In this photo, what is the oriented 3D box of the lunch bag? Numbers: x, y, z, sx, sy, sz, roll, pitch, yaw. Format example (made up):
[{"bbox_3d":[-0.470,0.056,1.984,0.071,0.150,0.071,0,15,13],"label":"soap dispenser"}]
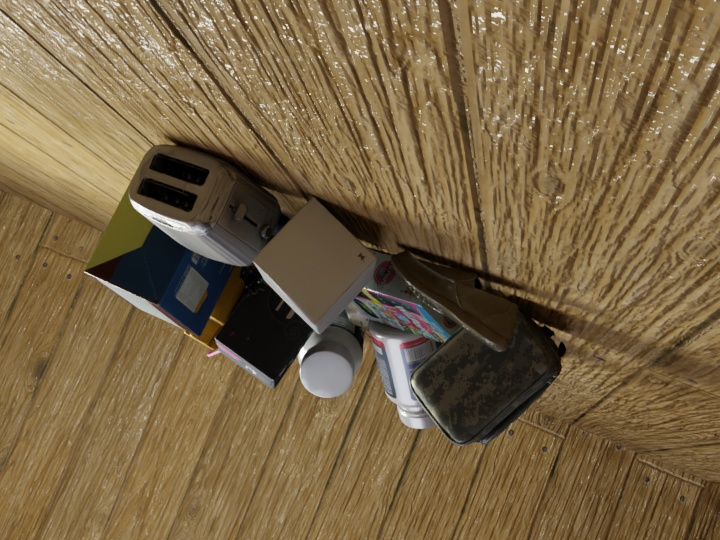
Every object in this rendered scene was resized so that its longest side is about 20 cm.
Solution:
[{"bbox_3d":[0.190,0.147,1.342,0.140,0.200,0.167,49,-170,17],"label":"lunch bag"}]

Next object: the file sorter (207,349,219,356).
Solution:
[{"bbox_3d":[-0.260,0.033,1.685,0.138,0.125,0.202,-23,103,43],"label":"file sorter"}]

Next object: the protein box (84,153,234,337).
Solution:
[{"bbox_3d":[-0.287,-0.033,1.444,0.133,0.201,0.200,22,167,13],"label":"protein box"}]

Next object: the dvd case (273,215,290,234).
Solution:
[{"bbox_3d":[-0.128,-0.064,1.524,0.141,0.018,0.199,26,172,-23],"label":"dvd case"}]

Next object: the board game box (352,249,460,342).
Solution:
[{"bbox_3d":[0.062,0.038,1.409,0.198,0.065,0.147,15,160,41],"label":"board game box"}]

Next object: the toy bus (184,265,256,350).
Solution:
[{"bbox_3d":[-0.221,0.029,1.566,0.064,0.202,0.078,28,169,3],"label":"toy bus"}]

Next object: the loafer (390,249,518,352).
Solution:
[{"bbox_3d":[0.126,0.028,1.234,0.199,0.068,0.076,37,175,22],"label":"loafer"}]

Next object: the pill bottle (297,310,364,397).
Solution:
[{"bbox_3d":[-0.051,0.129,1.663,0.115,0.117,0.201,23,-153,-9],"label":"pill bottle"}]

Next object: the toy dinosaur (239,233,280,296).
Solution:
[{"bbox_3d":[-0.118,-0.003,1.458,0.198,0.104,0.135,18,-176,39],"label":"toy dinosaur"}]

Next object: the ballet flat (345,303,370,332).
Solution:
[{"bbox_3d":[0.013,0.074,1.625,0.067,0.063,0.200,17,176,25],"label":"ballet flat"}]

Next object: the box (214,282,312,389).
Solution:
[{"bbox_3d":[-0.135,0.074,1.550,0.121,0.201,0.106,33,165,4],"label":"box"}]

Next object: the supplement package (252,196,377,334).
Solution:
[{"bbox_3d":[-0.059,-0.001,1.259,0.117,0.117,0.200,44,173,4],"label":"supplement package"}]

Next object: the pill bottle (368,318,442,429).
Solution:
[{"bbox_3d":[0.089,0.156,1.561,0.118,0.119,0.203,16,130,42],"label":"pill bottle"}]

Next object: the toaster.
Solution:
[{"bbox_3d":[-0.211,-0.091,1.229,0.198,0.115,0.129,21,169,30],"label":"toaster"}]
